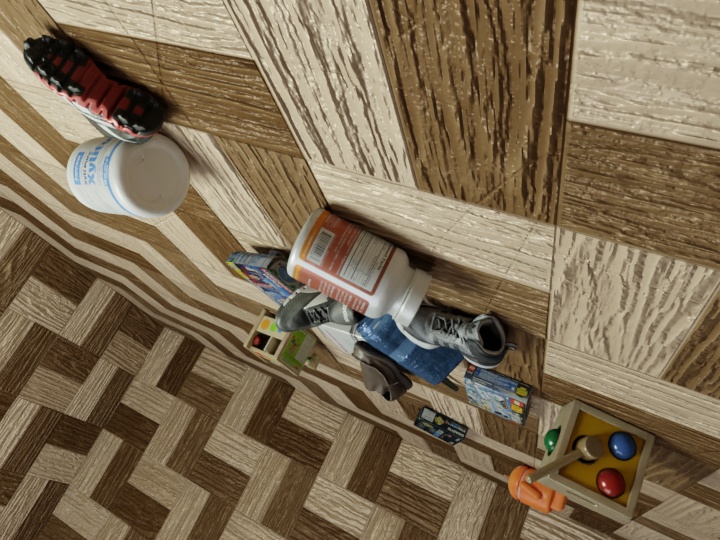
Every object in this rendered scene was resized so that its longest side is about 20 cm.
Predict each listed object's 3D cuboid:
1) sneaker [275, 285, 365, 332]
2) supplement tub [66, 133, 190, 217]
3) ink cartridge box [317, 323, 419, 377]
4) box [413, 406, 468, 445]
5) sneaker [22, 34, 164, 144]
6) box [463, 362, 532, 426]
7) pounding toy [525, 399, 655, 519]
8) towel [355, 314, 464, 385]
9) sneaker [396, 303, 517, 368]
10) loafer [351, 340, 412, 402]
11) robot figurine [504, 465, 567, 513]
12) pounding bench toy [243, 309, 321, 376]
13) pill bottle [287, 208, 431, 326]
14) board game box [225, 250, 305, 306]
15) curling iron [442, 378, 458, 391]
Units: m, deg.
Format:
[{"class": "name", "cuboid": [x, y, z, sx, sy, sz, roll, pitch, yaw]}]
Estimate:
[{"class": "sneaker", "cuboid": [-0.042, 0.056, 0.927, 0.091, 0.198, 0.067, -125, 15, -61]}, {"class": "supplement tub", "cuboid": [-0.384, -0.157, 0.950, 0.198, 0.133, 0.132, 8, 153, 42]}, {"class": "ink cartridge box", "cuboid": [0.028, 0.132, 1.189, 0.198, 0.087, 0.147, 14, 157, 37]}, {"class": "box", "cuboid": [0.262, 0.517, 1.910, 0.157, 0.046, 0.200, 25, 160, 8]}, {"class": "sneaker", "cuboid": [-0.372, -0.243, 0.806, 0.199, 0.072, 0.098, 32, 158, -14]}, {"class": "box", "cuboid": [0.298, 0.271, 1.245, 0.135, 0.040, 0.201, 21, 160, 23]}, {"class": "pounding toy", "cuboid": [0.415, 0.352, 1.069, 0.198, 0.186, 0.143, 24, 161, 12]}, {"class": "towel", "cuboid": [0.096, 0.124, 1.040, 0.199, 0.112, 0.049, 35, -165, -19]}, {"class": "sneaker", "cuboid": [0.159, 0.095, 0.943, 0.198, 0.076, 0.114, 22, 160, -1]}, {"class": "loafer", "cuboid": [0.038, 0.203, 1.101, 0.073, 0.071, 0.200, 30, 167, 44]}, {"class": "robot figurine", "cuboid": [0.571, 0.713, 1.883, 0.198, 0.143, 0.118, 14, 119, 35]}, {"class": "pounding bench toy", "cuboid": [-0.225, 0.228, 1.720, 0.154, 0.125, 0.200, 14, 157, 35]}, {"class": "pill bottle", "cuboid": [0.000, 0.000, 0.853, 0.198, 0.113, 0.112, 28, 161, 2]}, {"class": "board game box", "cuboid": [-0.143, 0.022, 1.182, 0.198, 0.062, 0.200, 7, 151, 45]}, {"class": "curling iron", "cuboid": [0.154, 0.234, 1.362, 0.198, 0.026, 0.050, 31, 124, -18]}]
